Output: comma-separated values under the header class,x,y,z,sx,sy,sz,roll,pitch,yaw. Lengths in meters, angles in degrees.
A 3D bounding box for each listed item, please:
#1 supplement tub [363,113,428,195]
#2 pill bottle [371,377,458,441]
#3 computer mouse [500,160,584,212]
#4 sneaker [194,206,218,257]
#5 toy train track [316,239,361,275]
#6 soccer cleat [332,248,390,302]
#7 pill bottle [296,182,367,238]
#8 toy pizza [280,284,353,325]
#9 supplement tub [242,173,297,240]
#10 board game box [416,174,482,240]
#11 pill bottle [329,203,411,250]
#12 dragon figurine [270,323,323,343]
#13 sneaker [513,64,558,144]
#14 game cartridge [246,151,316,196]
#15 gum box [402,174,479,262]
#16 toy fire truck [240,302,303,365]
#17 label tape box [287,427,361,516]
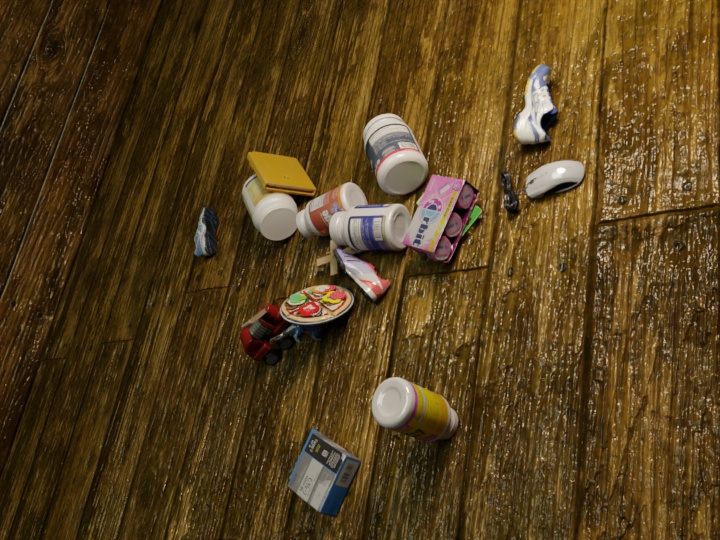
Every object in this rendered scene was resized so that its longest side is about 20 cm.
class,x,y,z,sx,sy,sz,roll,pitch,yaw
supplement tub,0.090,-0.314,1.867,0.140,0.140,0.201,-39,46,22
pill bottle,0.121,0.298,1.452,0.104,0.200,0.105,-22,54,35
computer mouse,0.407,-0.205,1.572,0.199,0.044,0.110,-19,55,37
sneaker,-0.552,-0.137,2.440,0.077,0.076,0.201,-22,53,29
toy train track,-0.031,-0.045,1.919,0.199,0.033,0.115,-20,55,27
soccer cleat,0.000,0.000,1.829,0.073,0.068,0.200,-37,54,-7
pill bottle,-0.085,-0.164,1.976,0.199,0.112,0.113,-22,54,35
toy pizza,-0.117,0.082,1.838,0.199,0.032,0.200,-8,27,4
supplement tub,-0.279,-0.200,2.160,0.144,0.144,0.200,-45,44,16
board game box,0.223,-0.156,1.735,0.096,0.030,0.200,-52,40,11
pill bottle,0.023,-0.112,1.816,0.199,0.120,0.120,2,69,35
dragon figurine,-0.152,0.137,1.853,0.059,0.199,0.100,-146,55,-63
sneaker,0.432,-0.390,1.642,0.088,0.075,0.201,12,83,35
game cartridge,-0.251,-0.305,2.173,0.200,0.176,0.033,57,133,45
gum box,0.192,-0.123,1.681,0.113,0.066,0.201,20,85,50
toy fire truck,-0.273,0.164,1.909,0.176,0.200,0.129,-47,43,14
label tape box,-0.108,0.478,1.677,0.200,0.063,0.145,20,82,47
